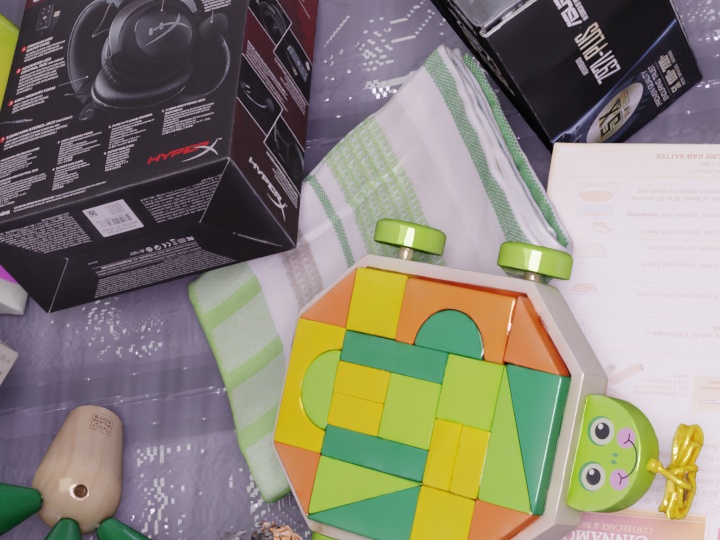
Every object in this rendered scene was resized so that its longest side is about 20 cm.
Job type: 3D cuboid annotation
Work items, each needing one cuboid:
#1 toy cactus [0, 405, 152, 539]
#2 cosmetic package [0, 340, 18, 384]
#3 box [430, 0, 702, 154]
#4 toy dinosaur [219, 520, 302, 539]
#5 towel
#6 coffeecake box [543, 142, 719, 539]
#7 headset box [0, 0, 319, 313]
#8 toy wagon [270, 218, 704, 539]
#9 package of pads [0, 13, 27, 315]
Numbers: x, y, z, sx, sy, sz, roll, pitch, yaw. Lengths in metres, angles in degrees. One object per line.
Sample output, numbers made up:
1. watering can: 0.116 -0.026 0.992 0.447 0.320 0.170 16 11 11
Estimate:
1. toy cactus: -0.147 0.128 0.838 0.199 0.102 0.165 13 41 -6
2. cosmetic package: -0.270 0.095 0.847 0.105 0.071 0.200 25 80 26
3. box: 0.063 -0.168 0.840 0.086 0.164 0.200 -37 62 5
4. toy dinosaur: -0.095 0.185 0.729 0.102 0.135 0.201 34 110 49
5. towel: 0.000 0.000 0.836 0.200 0.031 0.149 -41 48 22
6. coffeecake box: 0.155 0.048 0.773 0.153 0.073 0.201 2 72 24
7. headset box: -0.107 -0.092 0.901 0.148 0.077 0.200 -15 47 20
8. toy wagon: 0.050 0.063 0.738 0.200 0.040 0.156 11 89 38
9. package of pads: -0.236 -0.080 0.906 0.068 0.200 0.155 1 71 27
